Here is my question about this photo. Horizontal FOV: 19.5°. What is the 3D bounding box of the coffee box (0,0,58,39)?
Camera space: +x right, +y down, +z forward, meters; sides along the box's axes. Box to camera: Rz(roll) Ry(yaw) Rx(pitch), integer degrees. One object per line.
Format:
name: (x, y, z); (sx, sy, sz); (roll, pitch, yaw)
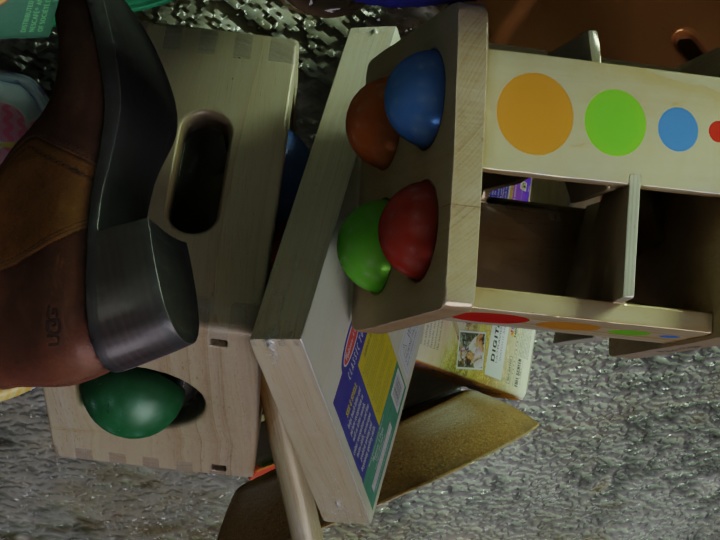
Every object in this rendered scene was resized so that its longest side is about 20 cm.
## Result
coffee box: (-0.200, -0.143, 0.784); (0.200, 0.044, 0.123); (-7, 135, -33)

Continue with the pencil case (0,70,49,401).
pencil case: (-0.186, -0.012, 1.018); (0.091, 0.083, 0.200); (-41, 162, -28)

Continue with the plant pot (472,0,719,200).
plant pot: (0.163, -0.111, 1.070); (0.200, 0.140, 0.200); (-19, 154, -10)

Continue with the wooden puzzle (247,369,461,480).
wooden puzzle: (-0.010, 0.093, 1.327); (0.185, 0.037, 0.200); (-21, 179, -9)

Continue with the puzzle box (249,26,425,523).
puzzle box: (0.000, 0.000, 0.981); (0.025, 0.200, 0.133); (0, 137, 18)

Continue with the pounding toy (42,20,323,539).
pounding toy: (-0.072, 0.020, 0.997); (0.142, 0.200, 0.184); (6, 151, 0)

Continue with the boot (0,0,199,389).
boot: (-0.175, -0.024, 0.894); (0.200, 0.189, 0.068); (-15, 163, 14)

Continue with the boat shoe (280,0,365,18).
boat shoe: (0.041, -0.184, 0.928); (0.200, 0.072, 0.076); (-32, -172, -3)

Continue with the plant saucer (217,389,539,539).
plant saucer: (0.002, 0.110, 1.181); (0.200, 0.035, 0.200); (-23, 178, -1)

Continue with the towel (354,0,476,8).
towel: (0.037, -0.170, 0.763); (0.147, 0.050, 0.200); (-3, 154, 14)

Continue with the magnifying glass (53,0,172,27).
magnifying glass: (-0.144, -0.123, 0.926); (0.200, 0.022, 0.080); (-27, 154, 1)

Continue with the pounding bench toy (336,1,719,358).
pounding bench toy: (0.063, -0.030, 0.928); (0.156, 0.124, 0.200); (5, 172, -16)

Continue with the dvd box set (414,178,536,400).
dvd box set: (0.046, -0.016, 1.155); (0.029, 0.147, 0.200); (3, 170, 32)
